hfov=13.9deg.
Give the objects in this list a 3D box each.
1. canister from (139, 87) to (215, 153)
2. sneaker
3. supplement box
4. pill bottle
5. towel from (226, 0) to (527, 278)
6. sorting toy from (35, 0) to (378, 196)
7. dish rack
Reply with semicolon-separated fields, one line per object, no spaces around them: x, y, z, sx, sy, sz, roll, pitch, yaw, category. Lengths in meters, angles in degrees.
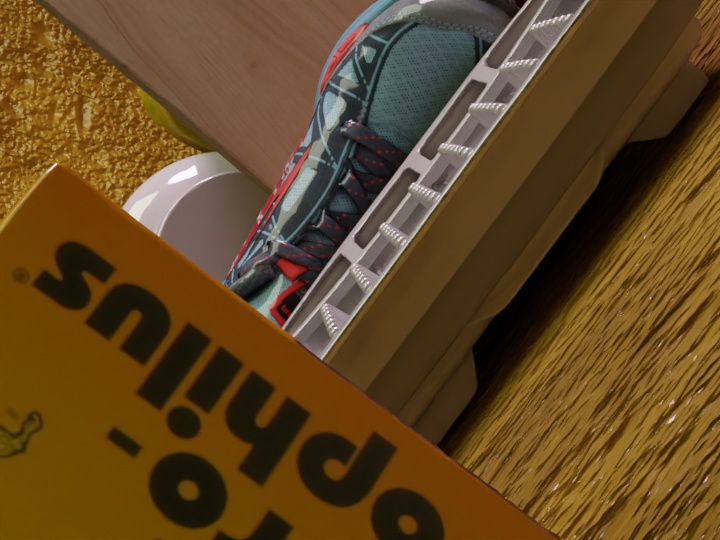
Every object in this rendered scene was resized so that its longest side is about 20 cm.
-0.008;-0.088;1.251;0.200;0.148;0.087;151;141;-78;canister
0.000;0.000;0.950;0.200;0.079;0.096;-62;3;28;sneaker
-0.068;0.092;0.511;0.110;0.109;0.200;-56;4;-36;supplement box
-0.064;0.011;1.314;0.112;0.112;0.200;-54;3;-12;pill bottle
0.032;-0.071;1.042;0.145;0.022;0.200;-17;-37;-59;towel
-0.029;-0.149;1.113;0.199;0.200;0.070;-49;-13;-7;sorting toy
0.034;-0.017;0.811;0.172;0.044;0.200;-52;3;1;dish rack
